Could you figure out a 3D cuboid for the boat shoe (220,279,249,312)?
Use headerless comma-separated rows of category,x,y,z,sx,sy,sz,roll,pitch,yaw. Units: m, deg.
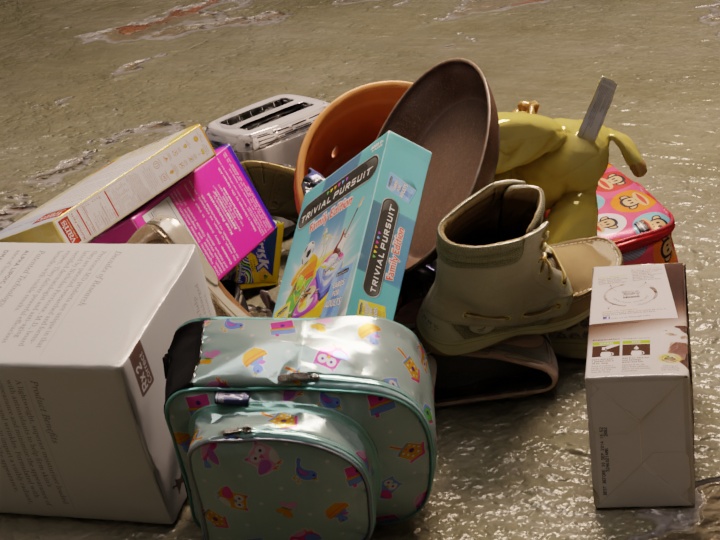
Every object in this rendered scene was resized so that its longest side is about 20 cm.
boat shoe,-0.164,0.068,1.497,0.070,0.067,0.200,7,28,31

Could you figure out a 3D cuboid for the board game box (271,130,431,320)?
board game box,-0.017,0.002,1.349,0.151,0.047,0.201,-32,38,54

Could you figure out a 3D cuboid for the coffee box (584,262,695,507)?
coffee box,0.222,0.085,1.270,0.079,0.114,0.200,-3,25,11

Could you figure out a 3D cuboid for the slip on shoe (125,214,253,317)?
slip on shoe,-0.136,0.046,1.400,0.061,0.201,0.076,-44,20,-29

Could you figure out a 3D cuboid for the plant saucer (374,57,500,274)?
plant saucer,0.064,-0.084,1.392,0.036,0.201,0.200,20,11,-27

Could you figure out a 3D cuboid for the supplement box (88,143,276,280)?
supplement box,-0.180,-0.028,1.531,0.101,0.104,0.200,-24,11,31

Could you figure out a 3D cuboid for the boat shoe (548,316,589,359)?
boat shoe,0.148,0.038,1.465,0.199,0.063,0.073,1,26,22

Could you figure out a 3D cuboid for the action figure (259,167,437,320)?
action figure,0.000,0.000,1.488,0.193,0.105,0.200,-36,57,-23

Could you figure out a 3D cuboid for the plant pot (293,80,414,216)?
plant pot,0.025,-0.074,1.609,0.199,0.201,0.140,-13,-7,-12

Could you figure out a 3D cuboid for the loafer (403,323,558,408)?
loafer,0.072,0.086,1.380,0.199,0.072,0.063,-8,30,-6

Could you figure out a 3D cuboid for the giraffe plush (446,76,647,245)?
giraffe plush,0.147,-0.095,1.490,0.200,0.172,0.162,-53,21,-4

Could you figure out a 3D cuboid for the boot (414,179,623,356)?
boot,0.144,-0.015,1.335,0.199,0.155,0.072,-18,56,-18

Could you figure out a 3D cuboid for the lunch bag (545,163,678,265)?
lunch bag,0.203,-0.031,1.590,0.175,0.082,0.200,-18,27,-10

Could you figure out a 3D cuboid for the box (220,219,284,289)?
box,-0.172,-0.036,1.717,0.064,0.071,0.199,-4,15,-45

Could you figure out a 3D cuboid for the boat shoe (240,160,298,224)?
boat shoe,-0.046,-0.077,1.725,0.200,0.072,0.066,15,12,-9

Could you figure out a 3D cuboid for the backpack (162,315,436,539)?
backpack,-0.039,0.124,1.200,0.198,0.177,0.154,-8,40,-1

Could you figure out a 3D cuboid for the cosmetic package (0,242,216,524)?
cosmetic package,-0.230,0.089,1.316,0.199,0.166,0.165,1,37,19

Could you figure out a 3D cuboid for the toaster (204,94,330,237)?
toaster,-0.098,-0.117,1.816,0.199,0.130,0.113,-26,28,-34

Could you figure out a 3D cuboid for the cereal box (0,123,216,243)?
cereal box,-0.244,-0.062,1.475,0.143,0.040,0.200,-14,20,47
